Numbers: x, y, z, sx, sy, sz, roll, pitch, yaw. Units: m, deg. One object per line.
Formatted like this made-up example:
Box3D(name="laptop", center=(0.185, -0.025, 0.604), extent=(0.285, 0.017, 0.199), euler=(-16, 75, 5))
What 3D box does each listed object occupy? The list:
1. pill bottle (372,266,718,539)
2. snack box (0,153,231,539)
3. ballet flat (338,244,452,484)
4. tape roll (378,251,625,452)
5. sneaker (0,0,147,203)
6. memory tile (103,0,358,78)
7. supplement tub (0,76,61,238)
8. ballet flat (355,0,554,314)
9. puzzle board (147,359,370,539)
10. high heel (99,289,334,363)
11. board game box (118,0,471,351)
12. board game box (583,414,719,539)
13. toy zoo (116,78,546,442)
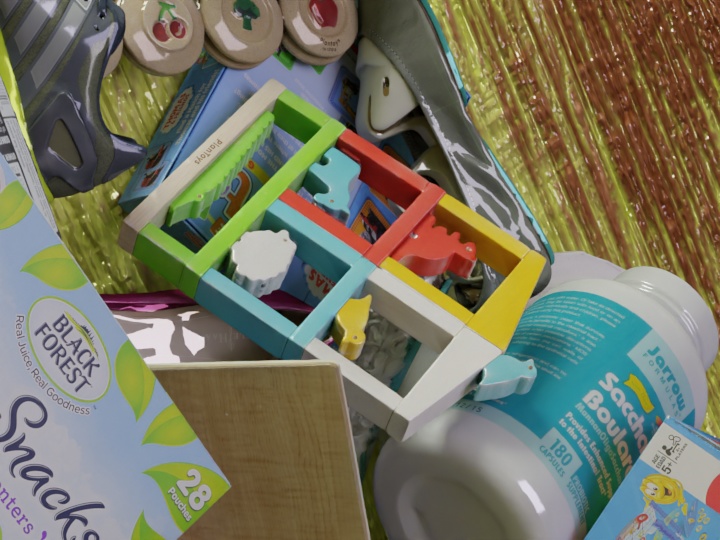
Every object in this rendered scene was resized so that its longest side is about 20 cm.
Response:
Box3D(name="pill bottle", center=(0.103, 0.077, 1.296), extent=(0.200, 0.111, 0.111), euler=(-41, 112, -40))
Box3D(name="snack box", center=(-0.172, 0.063, 1.008), extent=(0.169, 0.068, 0.200), euler=(-42, 118, -22))
Box3D(name="ballet flat", center=(-0.016, 0.076, 1.290), extent=(0.072, 0.072, 0.201), euler=(16, 98, -44))
Box3D(name="tape roll", center=(0.102, 0.091, 1.424), extent=(0.202, 0.071, 0.203), euler=(11, 74, -44))
Box3D(name="sneaker", center=(-0.152, -0.126, 1.178), extent=(0.081, 0.074, 0.201), euler=(-12, 99, -7))
Box3D(name="memory tile", center=(-0.093, -0.172, 1.277), extent=(0.199, 0.017, 0.154), euler=(-9, 81, -39))
Box3D(name="supplement tub", center=(-0.188, -0.022, 1.101), extent=(0.107, 0.107, 0.201), euler=(-21, 91, -46))
Box3D(name="ballet flat", center=(0.034, -0.068, 1.332), extent=(0.064, 0.067, 0.201), euler=(-29, 95, -15))
Box3D(name="puzzle board", center=(-0.062, 0.134, 1.160), extent=(0.017, 0.150, 0.201), euler=(-48, 132, -61))
Box3D(name="high heel", center=(-0.105, 0.040, 1.196), extent=(0.200, 0.096, 0.068), euler=(1, 82, -46))
Box3D(name="board game box", center=(-0.029, -0.065, 1.339), extent=(0.151, 0.037, 0.200), euler=(46, 51, -30))
Box3D(name="board game box", center=(0.139, 0.176, 1.292), extent=(0.200, 0.056, 0.196), euler=(-56, 162, 2))
Box3D(name="toy zoo", center=(0.000, 0.000, 1.230), extent=(0.200, 0.020, 0.131), euler=(34, 51, 11))
